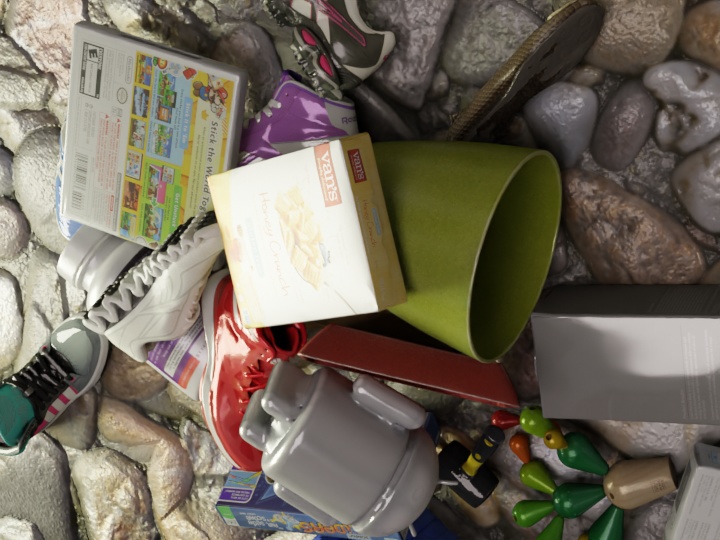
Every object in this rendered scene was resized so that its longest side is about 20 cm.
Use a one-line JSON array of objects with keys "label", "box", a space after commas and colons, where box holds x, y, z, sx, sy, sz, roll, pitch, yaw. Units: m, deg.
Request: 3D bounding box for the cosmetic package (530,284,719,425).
[{"label": "cosmetic package", "box": [0.259, 0.074, 1.385, 0.198, 0.090, 0.108, 3, 111, 27]}]

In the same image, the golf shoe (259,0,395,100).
[{"label": "golf shoe", "box": [-0.049, -0.255, 1.421, 0.088, 0.077, 0.201, -34, 85, 1]}]

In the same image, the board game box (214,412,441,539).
[{"label": "board game box", "box": [-0.032, 0.198, 1.540, 0.198, 0.136, 0.035, 2, 138, 26]}]

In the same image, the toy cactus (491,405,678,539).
[{"label": "toy cactus", "box": [0.216, 0.211, 1.463, 0.163, 0.102, 0.202, -18, 93, 20]}]

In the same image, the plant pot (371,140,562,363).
[{"label": "plant pot", "box": [0.050, -0.039, 1.361, 0.198, 0.187, 0.189, 18, 117, 25]}]

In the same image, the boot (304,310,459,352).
[{"label": "boot", "box": [0.000, 0.000, 1.476, 0.198, 0.067, 0.176, 5, 140, 25]}]

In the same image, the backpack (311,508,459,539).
[{"label": "backpack", "box": [0.012, 0.328, 1.557, 0.168, 0.162, 0.200, 44, 122, 7]}]

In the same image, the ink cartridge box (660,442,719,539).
[{"label": "ink cartridge box", "box": [0.382, 0.257, 1.431, 0.198, 0.047, 0.162, 13, 116, 1]}]

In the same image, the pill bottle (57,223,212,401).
[{"label": "pill bottle", "box": [-0.207, 0.030, 1.573, 0.199, 0.111, 0.112, 37, 121, 7]}]

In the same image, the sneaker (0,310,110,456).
[{"label": "sneaker", "box": [-0.358, 0.131, 1.678, 0.084, 0.121, 0.200, 44, 121, 4]}]

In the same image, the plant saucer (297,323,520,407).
[{"label": "plant saucer", "box": [0.046, 0.087, 1.421, 0.198, 0.200, 0.037, 14, 85, 2]}]

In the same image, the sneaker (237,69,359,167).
[{"label": "sneaker", "box": [-0.092, -0.136, 1.485, 0.198, 0.073, 0.116, 3, 103, 19]}]

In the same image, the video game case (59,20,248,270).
[{"label": "video game case", "box": [-0.200, -0.118, 1.474, 0.180, 0.023, 0.202, 19, 117, 18]}]

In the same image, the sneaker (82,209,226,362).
[{"label": "sneaker", "box": [-0.175, 0.014, 1.463, 0.081, 0.075, 0.199, 47, 123, -8]}]

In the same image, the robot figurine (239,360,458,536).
[{"label": "robot figurine", "box": [-0.011, 0.166, 1.408, 0.199, 0.113, 0.170, 34, 125, -9]}]

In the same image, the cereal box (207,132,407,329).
[{"label": "cereal box", "box": [-0.049, -0.029, 1.325, 0.199, 0.039, 0.146, -11, 94, 52]}]

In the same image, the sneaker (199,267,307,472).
[{"label": "sneaker", "box": [-0.099, 0.103, 1.463, 0.115, 0.078, 0.202, 11, 115, 60]}]

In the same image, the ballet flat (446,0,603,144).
[{"label": "ballet flat", "box": [0.138, -0.171, 1.366, 0.200, 0.067, 0.047, -50, 53, 34]}]

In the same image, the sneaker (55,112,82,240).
[{"label": "sneaker", "box": [-0.282, -0.115, 1.572, 0.075, 0.077, 0.202, 25, 120, 13]}]

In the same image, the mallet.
[{"label": "mallet", "box": [0.103, 0.170, 1.461, 0.066, 0.041, 0.200, 39, 162, 16]}]
